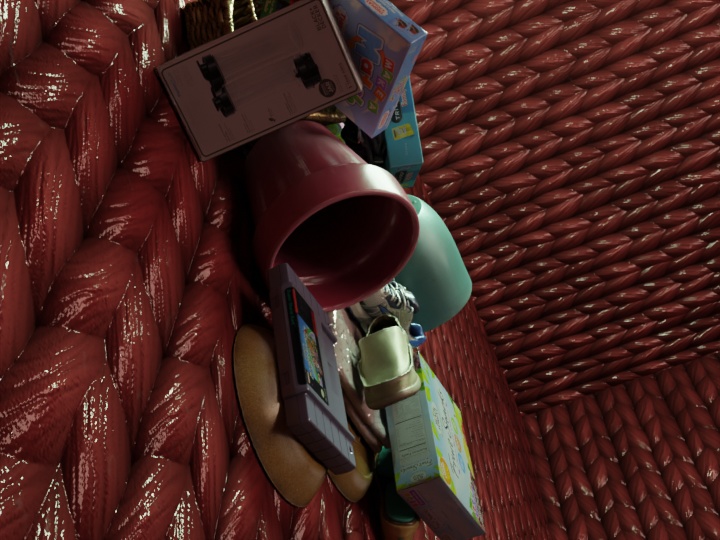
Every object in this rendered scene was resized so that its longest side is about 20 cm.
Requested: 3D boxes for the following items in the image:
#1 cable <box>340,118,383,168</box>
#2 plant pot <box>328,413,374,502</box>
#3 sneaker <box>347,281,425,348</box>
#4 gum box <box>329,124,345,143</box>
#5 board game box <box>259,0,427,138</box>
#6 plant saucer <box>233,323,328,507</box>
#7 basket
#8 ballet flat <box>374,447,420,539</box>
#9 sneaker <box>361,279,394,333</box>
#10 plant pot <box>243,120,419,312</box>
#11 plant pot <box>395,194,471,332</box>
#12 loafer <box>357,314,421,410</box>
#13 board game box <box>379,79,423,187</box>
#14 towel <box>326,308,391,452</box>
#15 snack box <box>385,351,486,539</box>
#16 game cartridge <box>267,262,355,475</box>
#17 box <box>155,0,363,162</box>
[{"bbox_3d":[-0.007,-0.222,1.241,0.201,0.050,0.164,-100,-179,-49],"label":"cable"},{"bbox_3d":[-0.023,0.190,1.172,0.200,0.027,0.201,-20,90,-78],"label":"plant pot"},{"bbox_3d":[0.032,0.040,1.267,0.077,0.085,0.201,-100,166,-50],"label":"sneaker"},{"bbox_3d":[-0.091,-0.224,1.344,0.066,0.113,0.201,-97,163,-49],"label":"gum box"},{"bbox_3d":[-0.028,-0.271,1.067,0.200,0.037,0.152,42,-37,12],"label":"board game box"},{"bbox_3d":[-0.073,0.146,0.983,0.200,0.035,0.201,-21,90,-79],"label":"plant saucer"},{"bbox_3d":[-0.125,-0.270,1.177,0.143,0.148,0.201,41,32,-68],"label":"basket"},{"bbox_3d":[0.048,0.304,1.268,0.200,0.068,0.063,-79,175,-65],"label":"ballet flat"},{"bbox_3d":[0.000,0.000,1.325,0.078,0.086,0.201,-94,160,-54],"label":"sneaker"},{"bbox_3d":[-0.054,-0.078,1.129,0.179,0.199,0.200,58,2,36],"label":"plant pot"},{"bbox_3d":[0.058,-0.020,1.444,0.201,0.199,0.162,-91,163,-59],"label":"plant pot"},{"bbox_3d":[0.029,0.111,1.162,0.200,0.075,0.069,-94,160,-76],"label":"loafer"},{"bbox_3d":[0.041,-0.224,1.271,0.151,0.047,0.202,104,-23,-83],"label":"board game box"},{"bbox_3d":[-0.012,0.110,1.219,0.201,0.032,0.192,-98,164,-50],"label":"towel"},{"bbox_3d":[0.095,0.239,1.246,0.169,0.067,0.201,55,18,-41],"label":"snack box"},{"bbox_3d":[-0.052,0.102,0.991,0.130,0.038,0.201,62,12,-51],"label":"game cartridge"},{"bbox_3d":[-0.109,-0.215,1.024,0.060,0.199,0.117,-85,151,-69],"label":"box"}]
